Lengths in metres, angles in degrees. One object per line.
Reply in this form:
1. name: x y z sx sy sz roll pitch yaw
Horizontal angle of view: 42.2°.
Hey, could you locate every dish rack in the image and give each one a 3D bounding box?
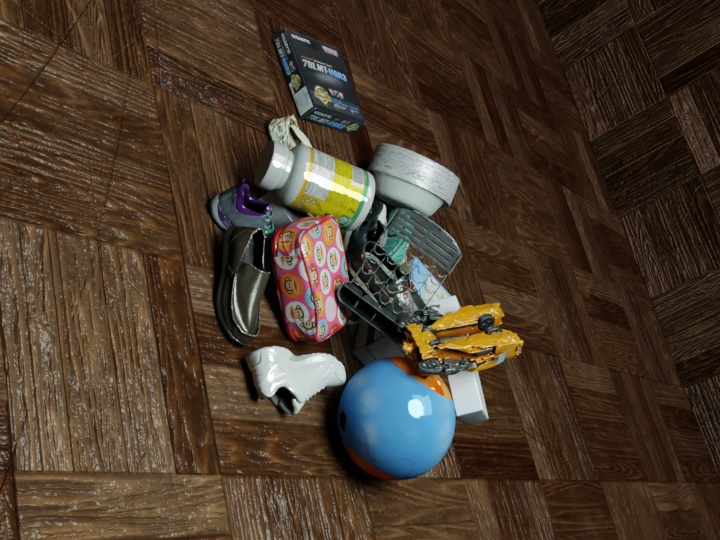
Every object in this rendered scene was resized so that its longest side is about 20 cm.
1. dish rack: 0.071 0.005 1.588 0.152 0.202 0.055 35 14 3

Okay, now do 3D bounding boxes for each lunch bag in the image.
1. lunch bag: -0.073 0.008 1.609 0.176 0.081 0.204 -33 118 -58

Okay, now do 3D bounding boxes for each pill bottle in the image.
1. pill bottle: -0.083 -0.154 1.651 0.197 0.113 0.114 21 46 -24

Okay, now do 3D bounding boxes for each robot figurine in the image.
1. robot figurine: 0.157 0.117 1.527 0.196 0.059 0.146 -11 44 -16

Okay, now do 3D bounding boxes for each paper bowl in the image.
1. paper bowl: 0.107 -0.187 2.018 0.199 0.199 0.106 27 85 -44

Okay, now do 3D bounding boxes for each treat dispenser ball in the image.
1. treat dispenser ball: 0.060 0.245 1.556 0.200 0.199 0.204 36 38 -35

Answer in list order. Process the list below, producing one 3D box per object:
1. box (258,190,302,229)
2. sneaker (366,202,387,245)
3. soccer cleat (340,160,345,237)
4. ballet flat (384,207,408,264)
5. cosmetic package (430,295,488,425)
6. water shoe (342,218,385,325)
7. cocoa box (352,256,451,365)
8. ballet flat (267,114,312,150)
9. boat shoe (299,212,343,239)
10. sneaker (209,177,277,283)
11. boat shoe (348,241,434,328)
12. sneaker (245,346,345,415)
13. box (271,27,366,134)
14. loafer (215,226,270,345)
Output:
1. box: -0.112 -0.059 1.702 0.202 0.041 0.039 57 31 -7
2. sneaker: 0.018 -0.056 1.869 0.201 0.073 0.080 -64 140 -49
3. soccer cleat: -0.021 -0.136 1.881 0.077 0.069 0.202 40 34 -37
4. ballet flat: 0.078 -0.052 1.964 0.071 0.066 0.201 59 30 -28
5. cosmetic package: 0.176 0.161 1.647 0.151 0.051 0.204 46 31 -71
6. water shoe: 0.000 0.000 1.734 0.071 0.078 0.204 15 77 -47
7. cocoa box: 0.085 0.103 1.779 0.133 0.130 0.202 45 34 -25
8. ballet flat: -0.112 -0.208 1.800 0.202 0.063 0.076 60 29 -4
9. boat shoe: -0.079 -0.097 1.749 0.200 0.072 0.073 47 35 -22
10. sneaker: -0.164 -0.062 1.576 0.200 0.087 0.075 47 33 -23
11. boat shoe: 0.062 0.036 1.653 0.202 0.063 0.073 47 44 11
12. sneaker: -0.101 0.185 1.501 0.198 0.077 0.101 12 62 -42
13. box: -0.087 -0.407 2.018 0.199 0.049 0.202 6 62 -56
14. loafer: -0.183 0.017 1.484 0.072 0.071 0.204 19 60 -49
